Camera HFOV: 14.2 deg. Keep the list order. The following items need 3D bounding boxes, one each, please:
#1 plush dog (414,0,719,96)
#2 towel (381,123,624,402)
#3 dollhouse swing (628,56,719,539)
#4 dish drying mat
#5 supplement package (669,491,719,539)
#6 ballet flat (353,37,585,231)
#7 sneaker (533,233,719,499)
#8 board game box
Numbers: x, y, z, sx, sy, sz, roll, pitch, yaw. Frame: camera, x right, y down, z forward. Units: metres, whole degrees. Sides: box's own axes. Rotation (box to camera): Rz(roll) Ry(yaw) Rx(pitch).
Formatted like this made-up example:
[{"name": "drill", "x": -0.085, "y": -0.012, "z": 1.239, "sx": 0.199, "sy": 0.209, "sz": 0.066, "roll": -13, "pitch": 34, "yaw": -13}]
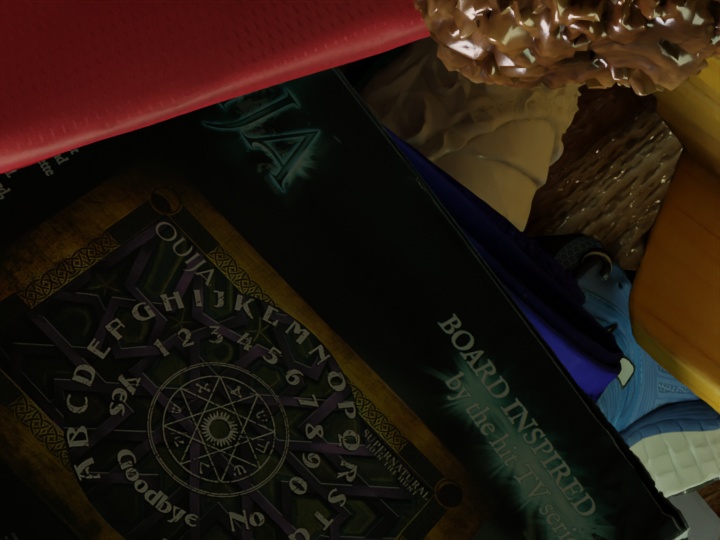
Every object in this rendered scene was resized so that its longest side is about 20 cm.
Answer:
[{"name": "plush dog", "x": 0.057, "y": -0.128, "z": 0.535, "sx": 0.200, "sy": 0.172, "sz": 0.160, "roll": -41, "pitch": 152, "yaw": 7}, {"name": "towel", "x": -0.050, "y": 0.041, "z": 0.724, "sx": 0.200, "sy": 0.148, "sz": 0.050, "roll": -49, "pitch": -175, "yaw": 20}, {"name": "dollhouse swing", "x": 0.085, "y": 0.017, "z": 0.739, "sx": 0.176, "sy": 0.182, "sz": 0.200, "roll": -45, "pitch": 154, "yaw": -13}, {"name": "dish drying mat", "x": -0.028, "y": -0.069, "z": 0.627, "sx": 0.200, "sy": 0.077, "sz": 0.018, "roll": -20, "pitch": 150, "yaw": -30}, {"name": "supplement package", "x": 0.033, "y": 0.186, "z": 1.003, "sx": 0.191, "sy": 0.147, "sz": 0.200, "roll": -17, "pitch": 145, "yaw": -34}, {"name": "ballet flat", "x": 0.000, "y": 0.000, "z": 0.777, "sx": 0.200, "sy": 0.072, "sz": 0.072, "roll": -41, "pitch": 152, "yaw": 4}, {"name": "sneaker", "x": 0.044, "y": 0.039, "z": 0.862, "sx": 0.078, "sy": 0.089, "sz": 0.200, "roll": -18, "pitch": 179, "yaw": 26}, {"name": "board game box", "x": -0.042, "y": 0.015, "z": 0.604, "sx": 0.135, "sy": 0.200, "sz": 0.028, "roll": -27, "pitch": 154, "yaw": -18}]
